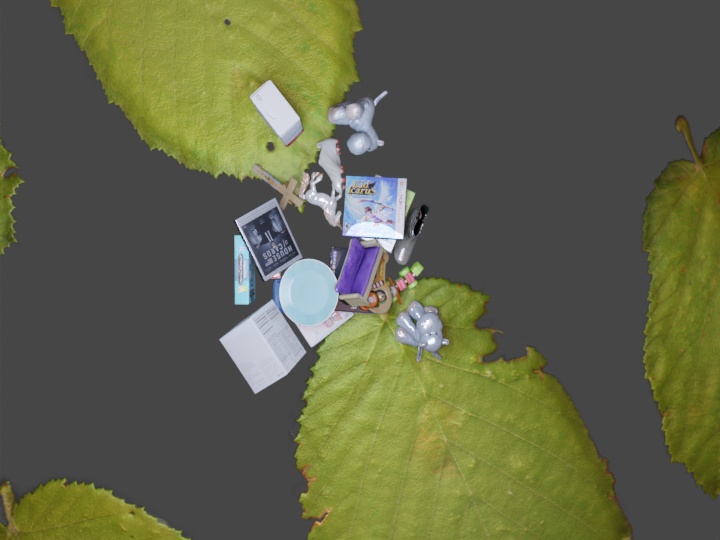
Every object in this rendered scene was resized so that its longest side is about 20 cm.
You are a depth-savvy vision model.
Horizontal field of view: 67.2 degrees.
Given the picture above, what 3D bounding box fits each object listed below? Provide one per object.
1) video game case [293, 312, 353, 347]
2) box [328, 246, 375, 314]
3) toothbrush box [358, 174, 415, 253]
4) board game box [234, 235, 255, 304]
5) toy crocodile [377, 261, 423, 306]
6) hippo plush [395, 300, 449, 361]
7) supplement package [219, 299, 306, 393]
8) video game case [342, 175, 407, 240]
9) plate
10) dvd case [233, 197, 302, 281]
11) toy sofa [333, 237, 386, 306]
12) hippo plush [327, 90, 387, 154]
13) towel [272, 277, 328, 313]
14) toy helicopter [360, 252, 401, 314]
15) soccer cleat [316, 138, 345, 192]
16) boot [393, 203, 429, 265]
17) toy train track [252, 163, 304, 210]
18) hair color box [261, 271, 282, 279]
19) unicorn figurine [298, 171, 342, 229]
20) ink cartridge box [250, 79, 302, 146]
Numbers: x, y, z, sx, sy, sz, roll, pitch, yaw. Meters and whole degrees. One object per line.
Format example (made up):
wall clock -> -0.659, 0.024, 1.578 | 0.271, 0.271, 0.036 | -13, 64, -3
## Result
video game case -> -0.146, 0.116, 1.785 | 0.180, 0.024, 0.203 | -35, 95, -2
box -> -0.028, 0.033, 1.766 | 0.154, 0.043, 0.208 | 5, 87, -10
toothbrush box -> 0.075, -0.180, 1.749 | 0.142, 0.086, 0.206 | 23, 90, 4
board game box -> -0.361, -0.006, 1.698 | 0.045, 0.151, 0.209 | 1, 93, -3
toy crocodile -> 0.127, 0.048, 1.785 | 0.197, 0.062, 0.068 | -36, 95, -2
hippo plush -> 0.195, 0.206, 1.741 | 0.153, 0.161, 0.208 | -5, 93, -4
supplement package -> -0.301, 0.235, 1.692 | 0.150, 0.151, 0.203 | -31, 95, 26
video game case -> 0.045, -0.195, 1.687 | 0.192, 0.045, 0.189 | 3, 88, 6
plate -> -0.158, 0.068, 1.679 | 0.192, 0.026, 0.209 | -1, 87, 13
dvd case -> -0.277, -0.094, 1.642 | 0.148, 0.024, 0.205 | -33, 107, -27
toy sofa -> 0.000, 0.000, 1.665 | 0.097, 0.081, 0.205 | 39, 60, -36
hippo plush -> -0.010, -0.457, 1.731 | 0.199, 0.155, 0.166 | -36, 120, -43
towel -> -0.185, 0.082, 1.722 | 0.192, 0.048, 0.116 | 0, 87, 12
toy helicopter -> 0.071, 0.038, 1.728 | 0.127, 0.079, 0.208 | 8, 76, -10
soccer cleat -> -0.093, -0.329, 1.721 | 0.075, 0.070, 0.206 | -11, 64, 1
boot -> 0.161, -0.115, 1.745 | 0.066, 0.131, 0.207 | 19, 91, -5
toy train track -> -0.262, -0.277, 1.750 | 0.198, 0.033, 0.116 | 37, 122, 2
hair color box -> -0.287, -0.080, 1.721 | 0.061, 0.111, 0.209 | -4, 94, -4
unicorn figurine -> -0.112, -0.231, 1.755 | 0.195, 0.074, 0.142 | 23, 92, 11
ink cartridge box -> -0.251, -0.474, 1.659 | 0.085, 0.200, 0.149 | -40, 96, -1
